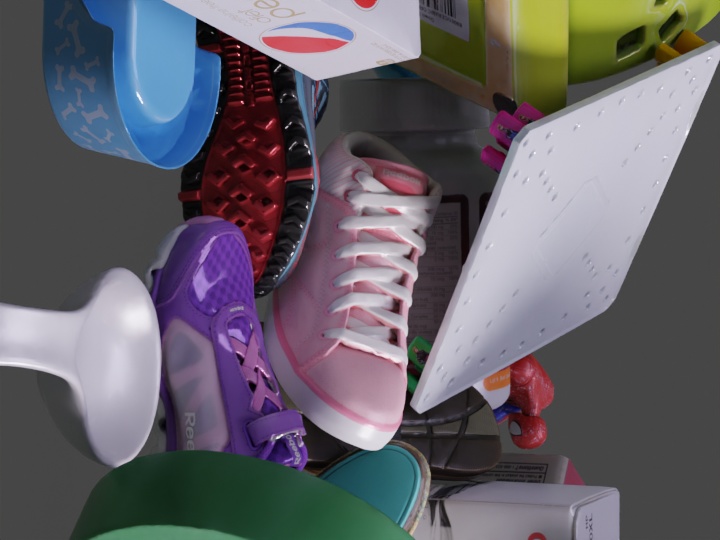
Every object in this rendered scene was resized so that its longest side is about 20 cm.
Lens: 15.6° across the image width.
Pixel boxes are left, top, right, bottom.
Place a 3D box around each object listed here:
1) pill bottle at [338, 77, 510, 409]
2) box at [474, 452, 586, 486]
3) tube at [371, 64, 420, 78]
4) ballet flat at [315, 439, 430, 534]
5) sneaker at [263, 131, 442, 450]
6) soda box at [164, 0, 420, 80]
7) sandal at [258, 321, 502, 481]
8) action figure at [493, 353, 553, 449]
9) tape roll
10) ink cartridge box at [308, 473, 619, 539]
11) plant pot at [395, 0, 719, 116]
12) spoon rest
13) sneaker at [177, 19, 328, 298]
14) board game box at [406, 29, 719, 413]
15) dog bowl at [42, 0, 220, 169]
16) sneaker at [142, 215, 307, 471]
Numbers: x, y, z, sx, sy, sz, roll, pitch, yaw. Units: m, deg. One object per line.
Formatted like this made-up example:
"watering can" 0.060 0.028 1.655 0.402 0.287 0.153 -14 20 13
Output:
"pill bottle" 0.035 -0.016 1.587 0.110 0.109 0.201 -12 101 -65
"box" 0.069 0.224 1.642 0.109 0.128 0.200 57 41 -49
"tube" -0.002 -0.181 1.589 0.200 0.050 0.078 52 38 -45
"ballet flat" -0.032 0.179 1.439 0.200 0.071 0.071 -52 144 -11
"sneaker" 0.000 0.000 1.444 0.075 0.105 0.200 21 33 -25
"soda box" -0.044 -0.156 1.323 0.200 0.068 0.064 21 63 -59
"sandal" -0.010 0.084 1.494 0.200 0.055 0.082 11 61 -34
"action figure" 0.063 0.040 1.690 0.065 0.099 0.200 46 20 -54
"tape roll" -0.051 0.169 1.296 0.201 0.200 0.048 66 34 -42
"ink cartridge box" 0.046 0.196 1.506 0.084 0.199 0.145 -10 100 -65
"plant pot" 0.082 -0.208 1.475 0.181 0.200 0.199 -44 148 -31
"spoon rest" -0.143 0.042 1.263 0.200 0.060 0.100 17 75 -63
"sneaker" -0.044 -0.082 1.454 0.095 0.079 0.201 15 77 -66
"board game box" 0.112 -0.031 1.495 0.200 0.026 0.200 -26 145 -45
"dog bowl" -0.117 -0.151 1.330 0.111 0.049 0.201 6 85 -65
"sneaker" -0.066 0.072 1.376 0.080 0.088 0.201 -5 97 -50
